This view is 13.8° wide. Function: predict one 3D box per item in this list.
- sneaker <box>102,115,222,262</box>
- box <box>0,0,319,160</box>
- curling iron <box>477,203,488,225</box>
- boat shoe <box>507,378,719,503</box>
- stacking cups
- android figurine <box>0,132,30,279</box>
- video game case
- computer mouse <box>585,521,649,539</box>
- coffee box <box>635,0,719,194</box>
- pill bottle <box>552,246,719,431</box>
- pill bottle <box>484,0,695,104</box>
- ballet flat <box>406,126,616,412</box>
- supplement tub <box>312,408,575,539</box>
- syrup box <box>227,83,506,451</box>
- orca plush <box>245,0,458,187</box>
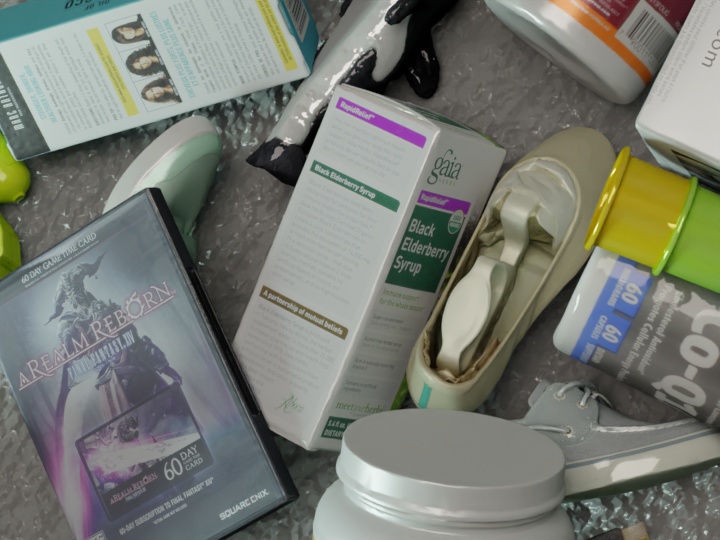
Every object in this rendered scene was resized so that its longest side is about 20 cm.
[{"bbox_3d":[-0.107,0.015,1.772,0.118,0.074,0.201,30,96,25],"label":"sneaker"},{"bbox_3d":[-0.132,-0.136,1.794,0.200,0.082,0.049,-14,31,17],"label":"box"},{"bbox_3d":[0.101,-0.016,1.753,0.200,0.026,0.050,16,80,17],"label":"curling iron"},{"bbox_3d":[0.110,0.097,1.702,0.200,0.070,0.072,-10,81,15],"label":"boat shoe"},{"bbox_3d":[0.222,-0.005,1.576,0.200,0.061,0.061,20,83,2],"label":"stacking cups"},{"bbox_3d":[-0.289,-0.024,1.845,0.182,0.041,0.200,-39,71,3],"label":"android figurine"},{"bbox_3d":[-0.133,0.073,1.727,0.143,0.019,0.200,-30,78,26],"label":"video game case"},{"bbox_3d":[0.190,0.205,1.676,0.200,0.046,0.141,-21,69,14],"label":"computer mouse"},{"bbox_3d":[0.294,-0.103,1.633,0.198,0.200,0.200,26,85,17],"label":"coffee box"},{"bbox_3d":[0.219,0.036,1.654,0.200,0.114,0.114,26,85,5],"label":"pill bottle"},{"bbox_3d":[0.171,-0.207,1.732,0.114,0.114,0.200,37,88,19],"label":"pill bottle"},{"bbox_3d":[0.087,-0.006,1.700,0.069,0.069,0.200,24,74,18],"label":"ballet flat"},{"bbox_3d":[0.041,0.190,1.627,0.144,0.145,0.200,11,107,16],"label":"supplement tub"},{"bbox_3d":[0.000,0.000,1.719,0.081,0.079,0.200,28,99,31],"label":"syrup box"},{"bbox_3d":[0.021,-0.123,1.773,0.071,0.105,0.200,38,65,-18],"label":"orca plush"}]
